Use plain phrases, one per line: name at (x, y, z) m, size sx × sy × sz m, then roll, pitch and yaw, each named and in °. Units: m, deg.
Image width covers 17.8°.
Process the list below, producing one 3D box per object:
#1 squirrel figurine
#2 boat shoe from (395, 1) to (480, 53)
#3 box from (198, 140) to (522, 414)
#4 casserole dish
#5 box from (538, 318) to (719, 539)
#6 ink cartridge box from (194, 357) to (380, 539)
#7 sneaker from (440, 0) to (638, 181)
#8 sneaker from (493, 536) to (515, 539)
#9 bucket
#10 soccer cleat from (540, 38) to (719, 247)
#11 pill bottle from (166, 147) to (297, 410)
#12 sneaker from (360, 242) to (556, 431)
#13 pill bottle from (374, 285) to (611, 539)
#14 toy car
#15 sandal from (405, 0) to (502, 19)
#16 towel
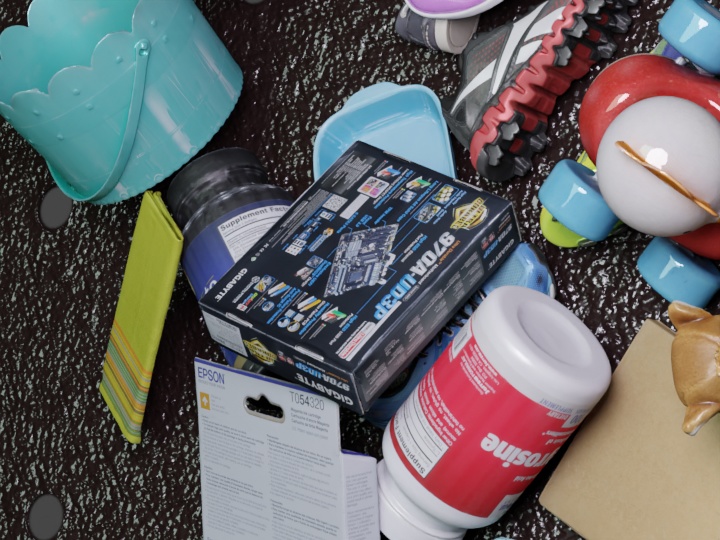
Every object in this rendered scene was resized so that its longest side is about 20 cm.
squirrel figurine at (0.293, 0.049, 1.539) m, size 0.185 × 0.200 × 0.143 m, roll -6°, pitch 81°, yaw 19°
boat shoe at (0.071, -0.277, 1.852) m, size 0.062 × 0.072 × 0.202 m, roll 11°, pitch 89°, yaw 32°
box at (0.000, 0.000, 1.724) m, size 0.158 × 0.046 × 0.200 m, roll 23°, pitch 57°, yaw 35°
casserole dish at (0.027, -0.056, 1.830) m, size 0.120 × 0.039 × 0.201 m, roll -20°, pitch 61°, yaw 20°
box at (0.242, 0.153, 1.657) m, size 0.200 × 0.021 × 0.164 m, roll 36°, pitch 99°, yaw 35°
ink cartridge box at (-0.056, 0.175, 1.773) m, size 0.196 × 0.043 × 0.202 m, roll 12°, pitch 106°, yaw 52°
sneaker at (0.133, -0.172, 1.783) m, size 0.098 × 0.071 × 0.201 m, roll 43°, pitch 103°, yaw 33°
sneaker at (0.148, 0.259, 1.662) m, size 0.199 × 0.077 × 0.087 m, roll 29°, pitch 91°, yaw 35°
bucket at (-0.207, -0.162, 1.926) m, size 0.206 × 0.135 × 0.208 m, roll -30°, pitch 28°, yaw 18°
soccer cleat at (0.207, -0.101, 1.734) m, size 0.200 × 0.064 × 0.084 m, roll -51°, pitch 27°, yaw 18°
pill bottle at (-0.081, 0.003, 1.859) m, size 0.112 × 0.112 × 0.201 m, roll -40°, pitch 59°, yaw 19°
sneaker at (0.065, 0.052, 1.761) m, size 0.200 × 0.090 × 0.079 m, roll -43°, pitch 59°, yaw 17°
pill bottle at (0.088, 0.117, 1.706) m, size 0.200 × 0.112 × 0.113 m, roll -54°, pitch 55°, yaw 28°
toy car at (0.227, -0.065, 1.587) m, size 0.176 × 0.200 × 0.185 m, roll 36°, pitch 108°, yaw -1°
sandal at (0.111, -0.253, 1.760) m, size 0.202 × 0.050 × 0.083 m, roll -17°, pitch 76°, yaw 30°
towel at (-0.180, 0.040, 1.911) m, size 0.086 × 0.018 × 0.201 m, roll 52°, pitch 135°, yaw 49°
